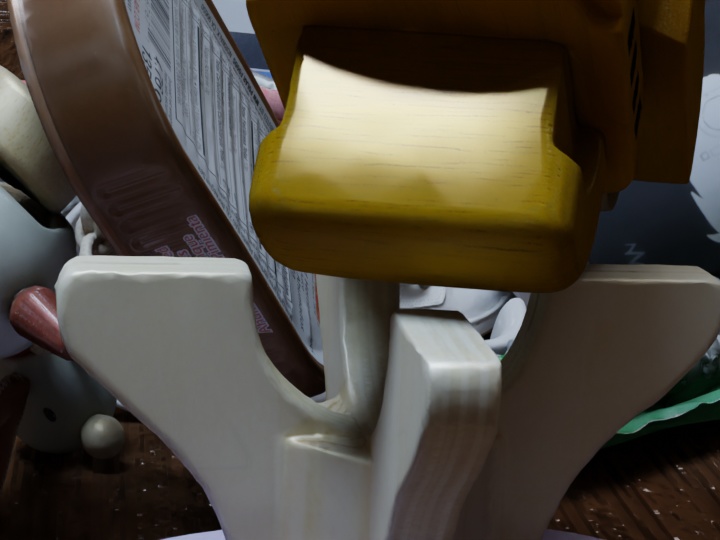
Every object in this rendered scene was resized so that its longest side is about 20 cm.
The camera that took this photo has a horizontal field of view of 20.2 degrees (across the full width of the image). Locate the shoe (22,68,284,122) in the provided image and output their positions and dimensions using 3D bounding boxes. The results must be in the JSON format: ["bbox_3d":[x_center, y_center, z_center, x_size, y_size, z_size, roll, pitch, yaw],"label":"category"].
[{"bbox_3d":[-0.130,-0.090,1.091,0.198,0.092,0.071,22,12,4],"label":"shoe"}]

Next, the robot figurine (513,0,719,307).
[{"bbox_3d":[0.146,-0.049,0.899,0.199,0.152,0.125,-25,-5,27],"label":"robot figurine"}]

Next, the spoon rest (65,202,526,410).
[{"bbox_3d":[-0.026,0.019,0.792,0.198,0.100,0.061,10,16,-14],"label":"spoon rest"}]

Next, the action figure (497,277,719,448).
[{"bbox_3d":[0.096,0.039,0.779,0.117,0.055,0.199,6,13,43],"label":"action figure"}]

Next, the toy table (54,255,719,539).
[{"bbox_3d":[0.004,0.056,0.563,0.198,0.118,0.184,-3,14,-20],"label":"toy table"}]

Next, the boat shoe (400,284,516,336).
[{"bbox_3d":[0.000,0.000,0.894,0.070,0.070,0.199,10,15,40],"label":"boat shoe"}]

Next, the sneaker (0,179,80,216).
[{"bbox_3d":[-0.129,-0.027,0.984,0.198,0.079,0.079,20,25,22],"label":"sneaker"}]

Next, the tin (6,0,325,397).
[{"bbox_3d":[-0.054,-0.034,0.659,0.041,0.201,0.113,-15,47,14],"label":"tin"}]

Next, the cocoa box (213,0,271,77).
[{"bbox_3d":[-0.007,-0.122,1.269,0.198,0.133,0.133,9,16,30],"label":"cocoa box"}]

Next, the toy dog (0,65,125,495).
[{"bbox_3d":[-0.103,0.020,0.663,0.096,0.132,0.200,42,8,24],"label":"toy dog"}]

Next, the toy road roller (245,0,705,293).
[{"bbox_3d":[0.028,-0.050,0.567,0.122,0.147,0.200,6,-24,13],"label":"toy road roller"}]
